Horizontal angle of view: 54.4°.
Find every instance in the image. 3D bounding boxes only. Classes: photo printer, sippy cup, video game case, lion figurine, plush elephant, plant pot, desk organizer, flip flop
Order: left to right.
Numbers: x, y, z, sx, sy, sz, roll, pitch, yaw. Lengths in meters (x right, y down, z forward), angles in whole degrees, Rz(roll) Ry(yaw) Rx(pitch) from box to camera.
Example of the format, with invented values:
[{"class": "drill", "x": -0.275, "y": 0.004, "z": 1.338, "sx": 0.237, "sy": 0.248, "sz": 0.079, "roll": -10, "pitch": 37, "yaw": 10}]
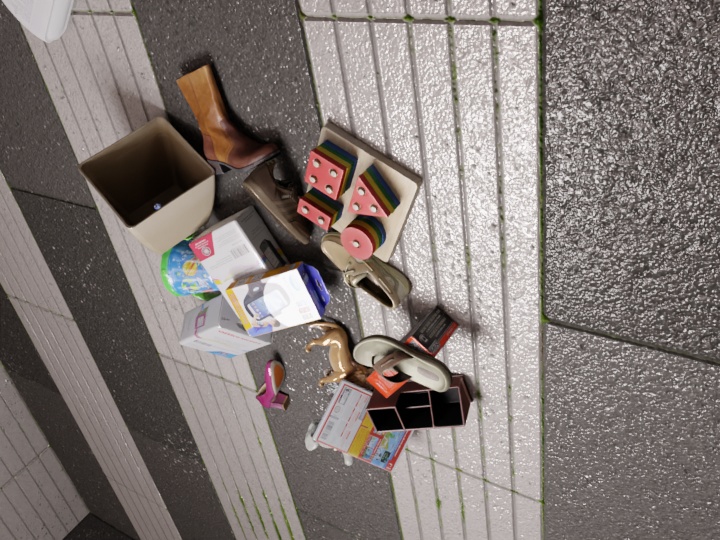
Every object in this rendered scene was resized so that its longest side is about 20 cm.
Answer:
[{"class": "photo printer", "x": -0.646, "y": -0.565, "z": 1.388, "sx": 0.166, "sy": 0.069, "sz": 0.200, "roll": 47, "pitch": 140, "yaw": -3}, {"class": "plant pot", "x": -0.417, "y": -0.153, "z": 1.440, "sx": 0.200, "sy": 0.200, "sz": 0.177, "roll": 45, "pitch": 159, "yaw": 22}, {"class": "sippy cup", "x": -0.358, "y": -0.007, "z": 1.585, "sx": 0.130, "sy": 0.140, "sz": 0.178, "roll": 2, "pitch": 168, "yaw": 26}, {"class": "lion figurine", "x": -0.045, "y": 0.183, "z": 1.522, "sx": 0.122, "sy": 0.073, "sz": 0.201, "roll": -15, "pitch": 108, "yaw": 26}, {"class": "plush elephant", "x": -0.032, "y": 0.362, "z": 1.595, "sx": 0.200, "sy": 0.155, "sz": 0.165, "roll": 46, "pitch": 140, "yaw": -3}, {"class": "video game case", "x": 0.015, "y": 0.336, "z": 1.510, "sx": 0.199, "sy": 0.144, "sz": 0.017, "roll": 27, "pitch": -179, "yaw": -16}, {"class": "flip flop", "x": 0.070, "y": 0.177, "z": 1.276, "sx": 0.199, "sy": 0.058, "sz": 0.081, "roll": 20, "pitch": 134, "yaw": 26}, {"class": "desk organizer", "x": 0.117, "y": 0.271, "z": 1.416, "sx": 0.199, "sy": 0.077, "sz": 0.072, "roll": -11, "pitch": 118, "yaw": 26}]

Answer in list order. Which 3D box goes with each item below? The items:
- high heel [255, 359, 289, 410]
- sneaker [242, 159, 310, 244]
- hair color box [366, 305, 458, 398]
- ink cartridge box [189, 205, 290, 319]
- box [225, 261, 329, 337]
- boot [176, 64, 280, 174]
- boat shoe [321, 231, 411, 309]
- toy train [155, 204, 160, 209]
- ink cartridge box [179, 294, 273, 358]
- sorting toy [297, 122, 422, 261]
[{"class": "high heel", "x": -0.239, "y": 0.282, "z": 1.770, "sx": 0.095, "sy": 0.068, "sz": 0.200, "roll": 14, "pitch": 145, "yaw": 17}, {"class": "sneaker", "x": -0.138, "y": -0.127, "z": 1.332, "sx": 0.070, "sy": 0.076, "sz": 0.200, "roll": 37, "pitch": 172, "yaw": 42}, {"class": "hair color box", "x": 0.098, "y": 0.161, "z": 1.361, "sx": 0.061, "sy": 0.102, "sz": 0.200, "roll": 42, "pitch": 140, "yaw": 4}, {"class": "ink cartridge box", "x": -0.243, "y": -0.015, "z": 1.485, "sx": 0.147, "sy": 0.086, "sz": 0.201, "roll": -22, "pitch": 110, "yaw": 31}, {"class": "box", "x": -0.163, "y": 0.058, "z": 1.424, "sx": 0.199, "sy": 0.042, "sz": 0.119, "roll": -16, "pitch": 111, "yaw": 25}, {"class": "boot", "x": -0.248, "y": -0.288, "z": 1.317, "sx": 0.188, "sy": 0.068, "sz": 0.201, "roll": 5, "pitch": 119, "yaw": 46}, {"class": "boat shoe", "x": 0.000, "y": 0.000, "z": 1.333, "sx": 0.200, "sy": 0.065, "sz": 0.072, "roll": 36, "pitch": 139, "yaw": 9}, {"class": "toy train", "x": -0.465, "y": -0.199, "z": 1.579, "sx": 0.046, "sy": 0.034, "sz": 0.201, "roll": 17, "pitch": 133, "yaw": 11}, {"class": "ink cartridge box", "x": -0.313, "y": 0.134, "z": 1.646, "sx": 0.144, "sy": 0.085, "sz": 0.200, "roll": 22, "pitch": 152, "yaw": -33}, {"class": "sorting toy", "x": -0.016, "y": -0.122, "z": 1.241, "sx": 0.198, "sy": 0.070, "sz": 0.200, "roll": 33, "pitch": 138, "yaw": 12}]
